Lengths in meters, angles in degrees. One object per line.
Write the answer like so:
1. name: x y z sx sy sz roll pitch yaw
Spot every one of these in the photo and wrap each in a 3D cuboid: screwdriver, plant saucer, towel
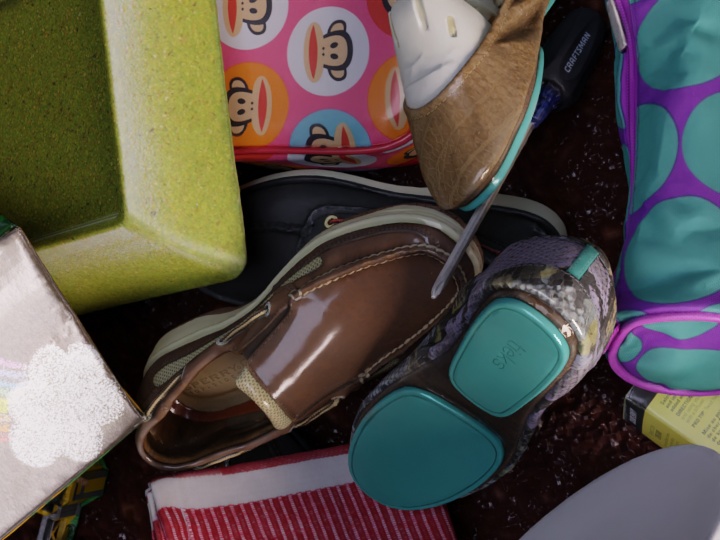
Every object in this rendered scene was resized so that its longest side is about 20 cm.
1. screwdriver: 0.069 -0.059 0.747 0.028 0.200 0.029 -5 124 36
2. plant saucer: -0.148 -0.082 0.840 0.199 0.048 0.202 -12 84 46
3. towel: -0.012 0.168 0.745 0.142 0.023 0.202 -8 54 -13

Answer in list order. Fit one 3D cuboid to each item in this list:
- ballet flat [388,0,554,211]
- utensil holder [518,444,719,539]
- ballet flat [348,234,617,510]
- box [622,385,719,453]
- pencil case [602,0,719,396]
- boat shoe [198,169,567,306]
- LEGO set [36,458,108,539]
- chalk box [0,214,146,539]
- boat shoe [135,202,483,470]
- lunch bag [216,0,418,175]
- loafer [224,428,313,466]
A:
1. ballet flat: 0.054 -0.119 0.751 0.068 0.072 0.201 -23 35 50
2. utensil holder: 0.149 0.196 0.673 0.169 0.170 0.200 -38 100 15
3. ballet flat: 0.056 0.044 0.719 0.072 0.072 0.201 56 147 13
4. box: 0.218 0.092 0.739 0.199 0.050 0.076 35 80 17
5. pencil case: 0.146 -0.051 0.729 0.091 0.085 0.202 8 66 -10
6. boat shoe: 0.000 -0.002 0.812 0.199 0.063 0.074 4 126 19
7. LEGO set: -0.241 0.133 0.874 0.198 0.116 0.155 25 97 18
8. chalk box: -0.227 0.070 0.771 0.199 0.125 0.124 -38 32 -15
9. boat shoe: -0.028 0.042 0.763 0.201 0.075 0.075 -32 113 35
10. lunch bag: -0.035 -0.150 0.828 0.174 0.082 0.203 1 90 20
11. loafer: -0.042 0.158 0.795 0.073 0.072 0.202 -47 45 35
